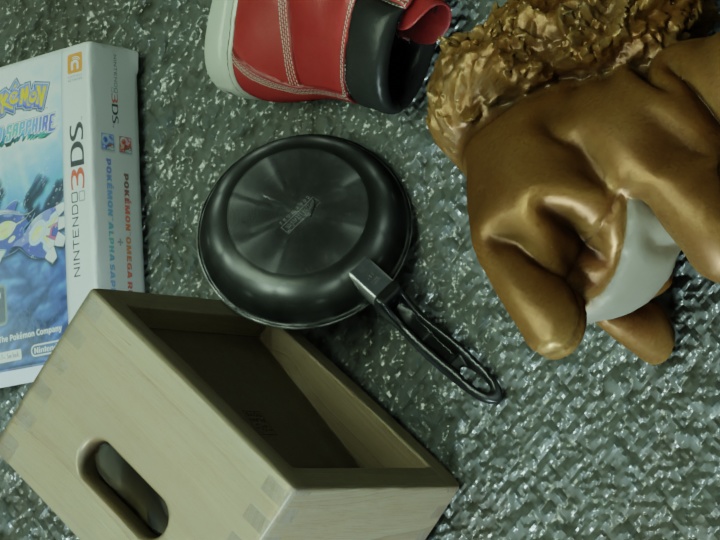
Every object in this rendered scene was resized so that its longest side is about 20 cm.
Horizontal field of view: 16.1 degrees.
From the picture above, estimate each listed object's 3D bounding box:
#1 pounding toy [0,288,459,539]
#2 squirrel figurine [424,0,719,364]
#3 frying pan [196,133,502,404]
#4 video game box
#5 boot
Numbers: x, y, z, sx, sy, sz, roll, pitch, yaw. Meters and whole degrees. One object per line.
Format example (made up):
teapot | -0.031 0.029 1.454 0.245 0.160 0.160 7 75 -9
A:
pounding toy | -0.083 0.103 1.300 0.200 0.184 0.142 42 108 28
squirrel figurine | 0.136 -0.078 1.160 0.187 0.141 0.200 -41 63 21
frying pan | -0.016 0.006 1.305 0.115 0.031 0.191 -23 61 -4
video game box | -0.210 -0.025 1.496 0.199 0.047 0.183 -12 74 39
boot | -0.006 -0.185 1.335 0.144 0.072 0.201 9 97 40
